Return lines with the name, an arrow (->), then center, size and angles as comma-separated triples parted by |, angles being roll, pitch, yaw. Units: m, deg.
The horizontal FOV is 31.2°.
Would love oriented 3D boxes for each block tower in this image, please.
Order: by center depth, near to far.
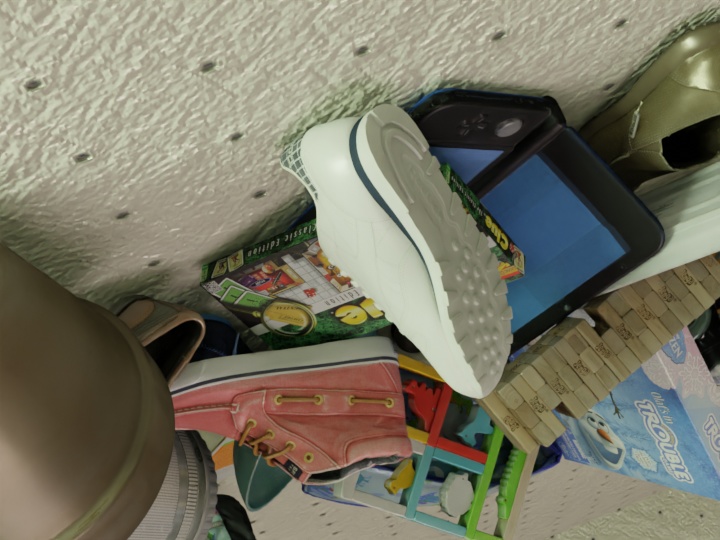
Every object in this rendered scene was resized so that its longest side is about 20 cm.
block tower -> 0.177, 0.047, 0.921 | 0.200, 0.058, 0.054 | -41, -176, -6

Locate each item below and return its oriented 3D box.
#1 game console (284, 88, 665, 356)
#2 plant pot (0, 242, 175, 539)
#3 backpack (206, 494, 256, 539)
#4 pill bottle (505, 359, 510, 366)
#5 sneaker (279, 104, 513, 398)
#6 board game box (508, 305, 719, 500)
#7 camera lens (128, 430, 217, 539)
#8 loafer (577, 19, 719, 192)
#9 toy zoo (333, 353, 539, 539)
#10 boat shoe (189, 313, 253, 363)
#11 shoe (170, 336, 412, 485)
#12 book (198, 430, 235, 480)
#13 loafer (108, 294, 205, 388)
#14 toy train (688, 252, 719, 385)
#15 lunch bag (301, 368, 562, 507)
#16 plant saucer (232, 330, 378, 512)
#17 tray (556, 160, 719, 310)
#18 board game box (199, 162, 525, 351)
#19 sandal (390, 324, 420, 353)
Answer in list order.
game console -> 0.070, -0.018, 0.877 | 0.171, 0.118, 0.200 | -3, 151, -43
plant pot -> -0.223, 0.065, 0.724 | 0.200, 0.200, 0.174 | -21, 143, -4
backpack -> -0.228, 0.314, 1.381 | 0.200, 0.127, 0.167 | -10, 144, -28
pill bottle -> 0.195, 0.069, 1.226 | 0.111, 0.111, 0.200 | 2, 149, -47
sneaker -> 0.027, -0.006, 0.796 | 0.080, 0.200, 0.076 | -16, -160, 33
board game box -> 0.209, 0.092, 1.079 | 0.043, 0.200, 0.199 | -43, -155, -25
camera lens -> -0.217, 0.163, 0.969 | 0.160, 0.160, 0.200 | -28, 159, 15
loafer -> 0.209, -0.093, 0.904 | 0.076, 0.067, 0.200 | -12, 157, -25
toy zoo -> 0.059, 0.151, 1.105 | 0.200, 0.131, 0.020 | 23, 169, -21
boat shoe -> -0.111, 0.085, 1.014 | 0.084, 0.069, 0.200 | -28, 159, 14
shoe -> -0.064, 0.109, 0.916 | 0.200, 0.091, 0.071 | -9, 161, -8
book -> -0.106, 0.155, 1.229 | 0.134, 0.048, 0.200 | -14, 158, -31
loafer -> -0.172, 0.094, 0.838 | 0.063, 0.200, 0.072 | 2, 137, 36
toy train -> 0.297, 0.003, 1.072 | 0.114, 0.200, 0.085 | -33, 127, 21
lunch bag -> 0.067, 0.167, 1.220 | 0.200, 0.128, 0.170 | 17, 158, -13
plant saucer -> -0.050, 0.104, 1.060 | 0.200, 0.036, 0.200 | -54, 165, -22
tray -> 0.213, -0.035, 0.901 | 0.200, 0.022, 0.107 | -25, -158, 46
board game box -> 0.000, 0.000, 0.876 | 0.200, 0.023, 0.105 | -22, 135, 28
sandal -> 0.060, 0.039, 1.086 | 0.082, 0.055, 0.200 | -25, 160, -10
